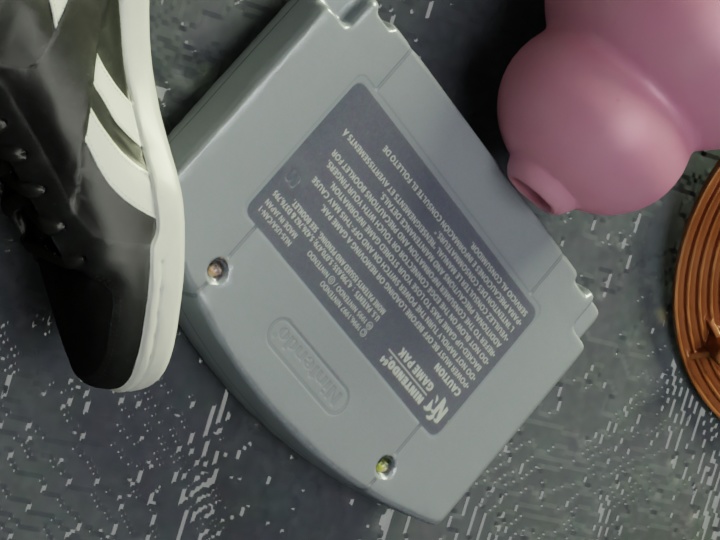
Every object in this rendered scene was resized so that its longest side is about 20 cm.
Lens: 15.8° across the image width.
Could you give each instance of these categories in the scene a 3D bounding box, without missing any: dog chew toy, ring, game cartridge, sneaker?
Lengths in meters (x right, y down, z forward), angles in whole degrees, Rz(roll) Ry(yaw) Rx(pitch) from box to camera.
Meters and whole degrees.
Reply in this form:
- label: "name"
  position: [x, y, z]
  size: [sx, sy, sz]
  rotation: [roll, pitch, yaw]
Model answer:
- label: "dog chew toy"
  position: [0.129, -0.104, 0.994]
  size: [0.200, 0.125, 0.125]
  rotation: [-50, 126, -6]
- label: "ring"
  position: [0.228, -0.005, 1.118]
  size: [0.200, 0.019, 0.201]
  rotation: [-9, 119, -17]
- label: "game cartridge"
  position: [0.000, 0.000, 0.979]
  size: [0.133, 0.041, 0.200]
  rotation: [-51, 126, -18]
- label: "sneaker"
  position: [-0.125, -0.052, 0.856]
  size: [0.112, 0.073, 0.200]
  rotation: [-10, 101, -31]
